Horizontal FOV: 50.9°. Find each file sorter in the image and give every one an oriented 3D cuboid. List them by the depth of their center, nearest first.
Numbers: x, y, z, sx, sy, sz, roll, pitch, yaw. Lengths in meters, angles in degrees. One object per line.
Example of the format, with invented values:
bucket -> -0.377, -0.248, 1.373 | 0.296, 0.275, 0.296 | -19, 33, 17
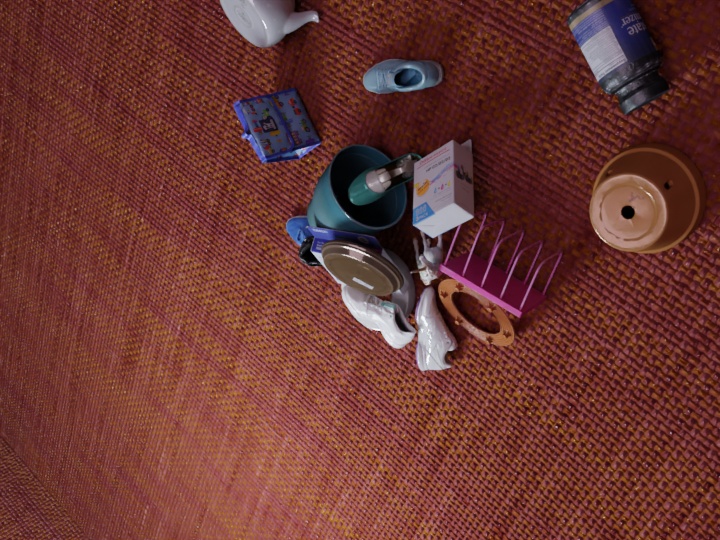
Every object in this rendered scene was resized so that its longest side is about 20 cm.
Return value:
file sorter -> 0.292, -0.022, 1.552 | 0.199, 0.138, 0.127 | 32, 119, 25

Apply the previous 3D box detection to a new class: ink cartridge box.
ink cartridge box -> 0.170, -0.185, 1.563 | 0.114, 0.067, 0.202 | -27, 48, 40
ink cartridge box -> -0.012, -0.020, 1.721 | 0.194, 0.044, 0.200 | 11, 156, 35

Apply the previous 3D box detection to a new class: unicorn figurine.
unicorn figurine -> 0.149, -0.028, 1.641 | 0.073, 0.200, 0.139 | -10, 66, 8

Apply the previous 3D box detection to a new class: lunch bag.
lunch bag -> -0.212, -0.335, 1.791 | 0.094, 0.199, 0.152 | -27, 89, 40

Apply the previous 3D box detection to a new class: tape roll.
tape roll -> 0.041, 0.045, 1.829 | 0.201, 0.037, 0.206 | 13, 113, 33

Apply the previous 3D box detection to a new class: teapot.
teapot -> -0.223, -0.628, 1.743 | 0.197, 0.146, 0.201 | 21, 152, 52

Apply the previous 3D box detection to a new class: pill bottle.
pill bottle -> 0.454, -0.382, 1.323 | 0.111, 0.111, 0.202 | -30, 87, 39

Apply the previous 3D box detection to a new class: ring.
ring -> 0.246, 0.095, 1.631 | 0.200, 0.019, 0.201 | 37, 158, 18

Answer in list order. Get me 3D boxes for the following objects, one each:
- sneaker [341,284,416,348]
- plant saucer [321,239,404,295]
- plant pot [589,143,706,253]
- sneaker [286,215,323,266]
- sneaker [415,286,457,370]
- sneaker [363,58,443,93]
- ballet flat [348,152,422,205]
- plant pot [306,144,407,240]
sneaker -> 0.049, 0.089, 1.750 | 0.199, 0.075, 0.088 | 40, 146, -4
plant saucer -> 0.000, 0.000, 1.661 | 0.198, 0.030, 0.201 | 21, 158, 9
plant pot -> 0.499, -0.118, 1.359 | 0.198, 0.139, 0.203 | 14, 114, 34
sneaker -> -0.130, -0.073, 1.874 | 0.199, 0.111, 0.078 | 30, 121, 26
sneaker -> 0.177, 0.134, 1.747 | 0.098, 0.075, 0.203 | 2, 107, 17
sneaker -> 0.075, -0.417, 1.620 | 0.198, 0.082, 0.075 | 0, 104, 37
ballet flat -> 0.059, -0.204, 1.626 | 0.068, 0.199, 0.070 | 60, 151, 1
plant pot -> -0.025, -0.152, 1.726 | 0.202, 0.199, 0.188 | 60, 144, 4
